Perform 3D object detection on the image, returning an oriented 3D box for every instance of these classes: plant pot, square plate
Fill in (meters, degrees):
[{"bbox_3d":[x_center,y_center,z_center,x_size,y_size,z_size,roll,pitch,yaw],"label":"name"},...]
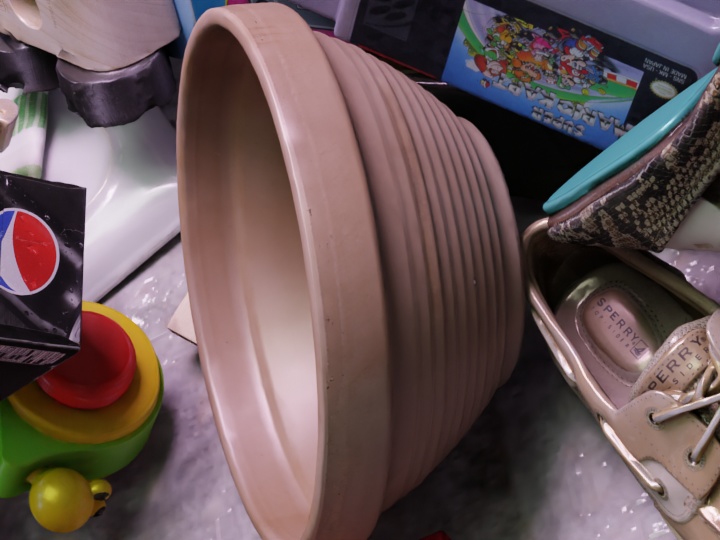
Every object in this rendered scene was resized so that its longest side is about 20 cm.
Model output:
[{"bbox_3d":[0.000,0.000,0.942,0.093,0.201,0.201,-8,43,-16],"label":"plant pot"},{"bbox_3d":[-0.180,-0.029,1.173,0.200,0.028,0.198,-39,44,4],"label":"square plate"}]

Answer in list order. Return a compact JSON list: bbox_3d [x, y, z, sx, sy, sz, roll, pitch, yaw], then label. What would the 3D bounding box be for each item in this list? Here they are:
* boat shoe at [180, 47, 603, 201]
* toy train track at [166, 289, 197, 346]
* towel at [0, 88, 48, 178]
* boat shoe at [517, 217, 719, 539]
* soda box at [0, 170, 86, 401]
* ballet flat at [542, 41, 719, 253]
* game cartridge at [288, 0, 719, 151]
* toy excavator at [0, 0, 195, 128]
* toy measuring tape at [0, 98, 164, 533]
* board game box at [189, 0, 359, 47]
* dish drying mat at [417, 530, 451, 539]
[{"bbox_3d":[0.031,-0.072,1.017,0.200,0.076,0.074,6,49,20],"label":"boat shoe"},{"bbox_3d":[-0.018,-0.055,1.069,0.115,0.033,0.200,27,82,15],"label":"toy train track"},{"bbox_3d":[-0.206,-0.064,1.181,0.152,0.023,0.200,-18,49,23],"label":"towel"},{"bbox_3d":[0.116,0.048,0.874,0.072,0.065,0.200,-42,44,1],"label":"boat shoe"},{"bbox_3d":[-0.179,0.023,1.018,0.200,0.063,0.071,-29,56,52],"label":"soda box"},{"bbox_3d":[0.131,-0.050,0.834,0.068,0.075,0.200,-41,-8,-44],"label":"ballet flat"},{"bbox_3d":[0.068,-0.105,0.892,0.200,0.130,0.038,23,46,6],"label":"game cartridge"},{"bbox_3d":[-0.092,-0.165,1.147,0.200,0.100,0.194,-31,34,-26],"label":"toy excavator"},{"bbox_3d":[-0.118,0.017,1.057,0.073,0.074,0.200,-23,54,21],"label":"toy measuring tape"},{"bbox_3d":[0.027,-0.151,0.941,0.200,0.148,0.064,9,45,23],"label":"board game box"},{"bbox_3d":[-0.049,0.165,0.938,0.200,0.018,0.077,-28,47,16],"label":"dish drying mat"}]
